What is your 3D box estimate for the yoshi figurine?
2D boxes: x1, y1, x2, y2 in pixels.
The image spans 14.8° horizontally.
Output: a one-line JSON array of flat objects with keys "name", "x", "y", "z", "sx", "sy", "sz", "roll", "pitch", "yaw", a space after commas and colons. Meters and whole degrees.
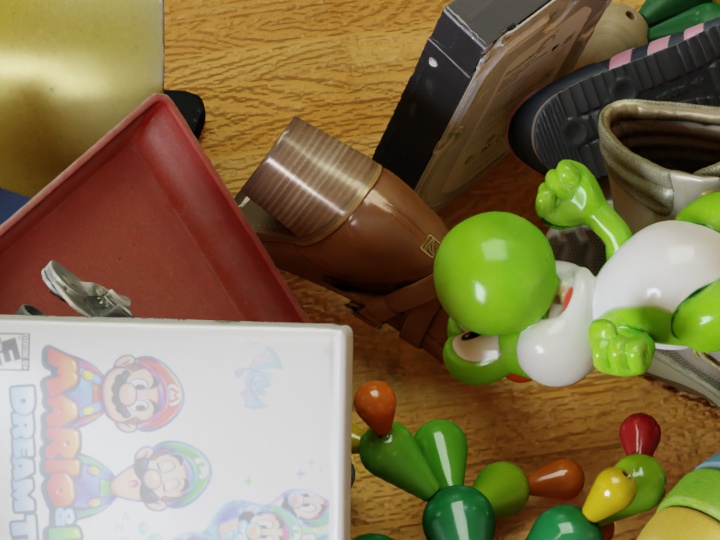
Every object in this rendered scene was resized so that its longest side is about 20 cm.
[{"name": "yoshi figurine", "x": 0.118, "y": 0.000, "z": 1.330, "sx": 0.199, "sy": 0.112, "sz": 0.112, "roll": -18, "pitch": 3, "yaw": 24}]

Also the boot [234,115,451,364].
[{"name": "boot", "x": 0.000, "y": 0.000, "z": 1.484, "sx": 0.155, "sy": 0.200, "sz": 0.074, "roll": 37, "pitch": 78, "yaw": -3}]

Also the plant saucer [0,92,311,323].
[{"name": "plant saucer", "x": -0.117, "y": 0.046, "z": 1.391, "sx": 0.037, "sy": 0.200, "sz": 0.200, "roll": -12, "pitch": 25, "yaw": 47}]

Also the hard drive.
[{"name": "hard drive", "x": 0.073, "y": -0.106, "z": 1.523, "sx": 0.038, "sy": 0.200, "sz": 0.140, "roll": 44, "pitch": 56, "yaw": 12}]

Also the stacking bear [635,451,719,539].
[{"name": "stacking bear", "x": 0.166, "y": 0.146, "z": 1.274, "sx": 0.200, "sy": 0.114, "sz": 0.121, "roll": -37, "pitch": 41, "yaw": -23}]

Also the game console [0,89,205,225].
[{"name": "game console", "x": -0.196, "y": -0.082, "z": 1.583, "sx": 0.172, "sy": 0.119, "sz": 0.200, "roll": 4, "pitch": 41, "yaw": 12}]

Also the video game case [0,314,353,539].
[{"name": "video game case", "x": -0.095, "y": 0.122, "z": 1.286, "sx": 0.181, "sy": 0.201, "sz": 0.024, "roll": 1, "pitch": 4, "yaw": 9}]

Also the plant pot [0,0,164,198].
[{"name": "plant pot", "x": -0.184, "y": -0.126, "z": 1.496, "sx": 0.141, "sy": 0.200, "sz": 0.200, "roll": -1, "pitch": 39, "yaw": -10}]

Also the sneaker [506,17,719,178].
[{"name": "sneaker", "x": 0.172, "y": -0.101, "z": 1.532, "sx": 0.199, "sy": 0.070, "sz": 0.082, "roll": -14, "pitch": 9, "yaw": -17}]

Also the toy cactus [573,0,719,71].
[{"name": "toy cactus", "x": 0.183, "y": -0.143, "z": 1.642, "sx": 0.164, "sy": 0.102, "sz": 0.200, "roll": -3, "pitch": 49, "yaw": 19}]

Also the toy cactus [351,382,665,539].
[{"name": "toy cactus", "x": 0.055, "y": 0.131, "z": 1.320, "sx": 0.199, "sy": 0.102, "sz": 0.165, "roll": -2, "pitch": 49, "yaw": -9}]

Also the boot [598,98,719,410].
[{"name": "boot", "x": 0.205, "y": 0.003, "z": 1.403, "sx": 0.200, "sy": 0.155, "sz": 0.072, "roll": 24, "pitch": 48, "yaw": 31}]

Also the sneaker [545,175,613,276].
[{"name": "sneaker", "x": 0.201, "y": -0.036, "z": 1.511, "sx": 0.199, "sy": 0.075, "sz": 0.082, "roll": 2, "pitch": 42, "yaw": 10}]

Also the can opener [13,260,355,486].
[{"name": "can opener", "x": -0.091, "y": 0.065, "z": 1.364, "sx": 0.067, "sy": 0.200, "sz": 0.053, "roll": -48, "pitch": 31, "yaw": 4}]
